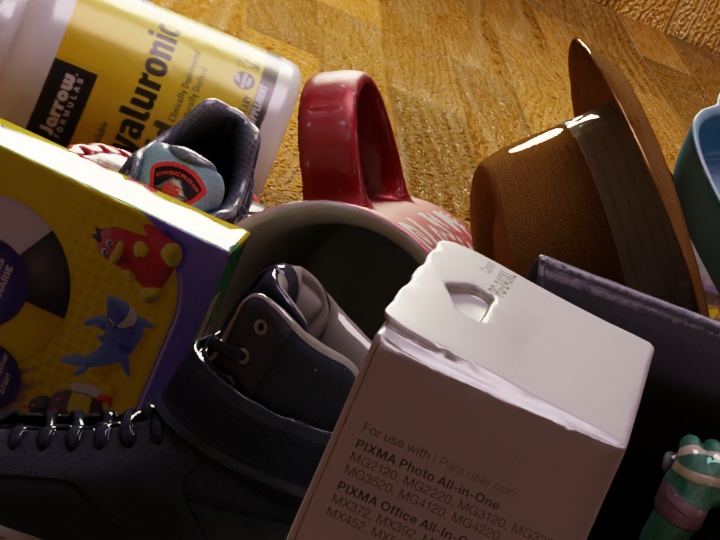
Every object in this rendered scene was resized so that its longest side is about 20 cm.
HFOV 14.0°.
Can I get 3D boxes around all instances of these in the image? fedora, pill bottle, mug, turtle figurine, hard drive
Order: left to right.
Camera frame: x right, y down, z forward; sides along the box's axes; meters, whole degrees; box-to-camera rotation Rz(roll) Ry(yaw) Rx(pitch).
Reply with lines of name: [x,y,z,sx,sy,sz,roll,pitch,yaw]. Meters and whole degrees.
pill bottle: [-0.143,-0.100,1.622,0.200,0.111,0.111,21,14,-8]
mug: [0.009,0.008,1.358,0.133,0.178,0.200,28,10,7]
fedora: [0.098,-0.001,1.314,0.082,0.201,0.201,-16,21,-4]
hard drive: [0.116,0.074,1.259,0.135,0.042,0.200,21,-28,7]
turtle figurine: [0.132,0.133,1.202,0.200,0.101,0.150,18,-36,33]

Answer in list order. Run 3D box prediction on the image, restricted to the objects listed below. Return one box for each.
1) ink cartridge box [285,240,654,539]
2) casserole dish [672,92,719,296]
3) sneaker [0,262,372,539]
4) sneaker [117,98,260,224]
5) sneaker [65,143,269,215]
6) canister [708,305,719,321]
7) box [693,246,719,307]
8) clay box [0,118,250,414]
ink cartridge box: [0.014,0.106,0.917,0.083,0.200,0.145,25,14,4]
casserole dish: [0.203,0.009,1.277,0.121,0.039,0.200,-1,56,-42]
sneaker: [-0.085,0.049,1.087,0.202,0.146,0.077,24,15,5]
sneaker: [-0.104,-0.016,1.320,0.079,0.096,0.200,30,37,1]
sneaker: [-0.098,-0.013,1.452,0.098,0.071,0.200,31,14,37]
canister: [0.153,0.028,1.561,0.087,0.149,0.200,50,22,24]
box: [0.194,0.003,1.402,0.200,0.039,0.041,17,-7,25]
clay box: [-0.160,-0.003,1.218,0.200,0.115,0.048,24,15,3]
